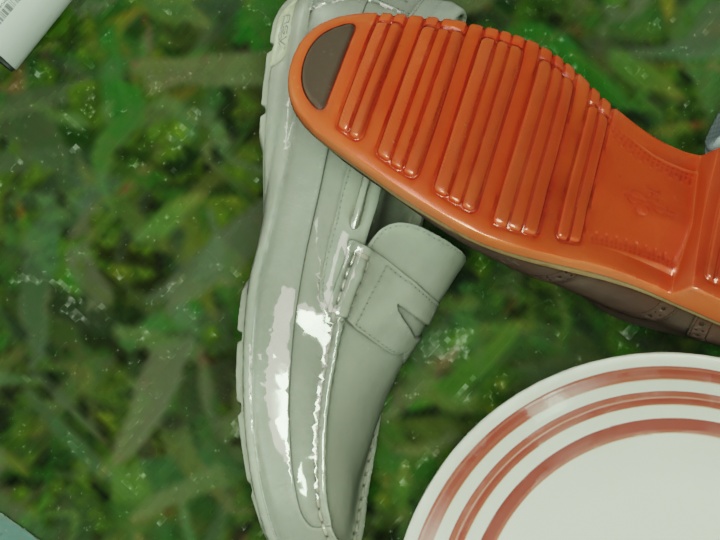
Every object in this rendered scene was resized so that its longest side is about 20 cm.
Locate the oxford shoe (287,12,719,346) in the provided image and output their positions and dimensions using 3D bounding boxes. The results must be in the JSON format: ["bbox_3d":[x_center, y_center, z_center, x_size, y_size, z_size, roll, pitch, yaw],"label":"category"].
[{"bbox_3d":[0.064,-0.019,0.817,0.199,0.073,0.072,25,67,-4],"label":"oxford shoe"}]

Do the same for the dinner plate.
[{"bbox_3d":[0.104,0.125,0.811,0.198,0.024,0.202,3,98,21],"label":"dinner plate"}]

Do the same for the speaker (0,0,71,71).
[{"bbox_3d":[-0.090,-0.172,0.878,0.081,0.081,0.200,37,87,12],"label":"speaker"}]

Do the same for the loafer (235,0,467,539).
[{"bbox_3d":[0.000,0.000,0.844,0.069,0.070,0.202,1,80,16],"label":"loafer"}]

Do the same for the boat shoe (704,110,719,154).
[{"bbox_3d":[0.193,-0.105,0.843,0.067,0.074,0.201,33,93,-7],"label":"boat shoe"}]

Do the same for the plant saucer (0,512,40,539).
[{"bbox_3d":[-0.175,0.172,0.856,0.199,0.039,0.203,-1,82,7],"label":"plant saucer"}]

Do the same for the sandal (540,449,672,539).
[{"bbox_3d":[0.157,0.077,0.820,0.201,0.050,0.083,4,82,8],"label":"sandal"}]
